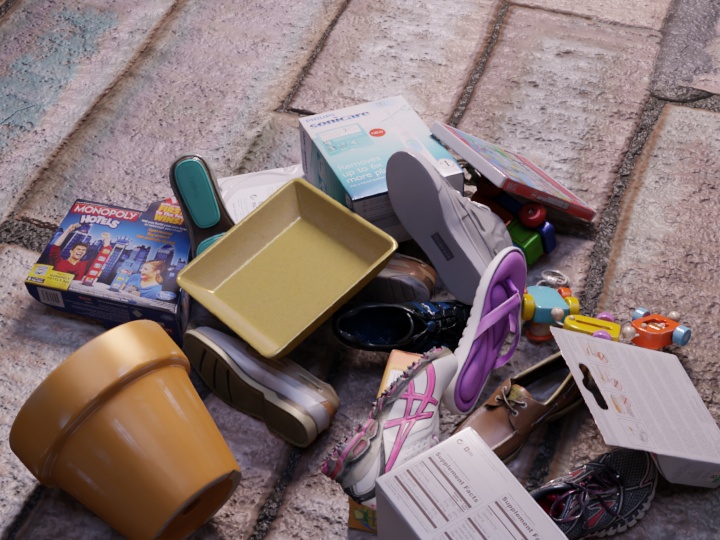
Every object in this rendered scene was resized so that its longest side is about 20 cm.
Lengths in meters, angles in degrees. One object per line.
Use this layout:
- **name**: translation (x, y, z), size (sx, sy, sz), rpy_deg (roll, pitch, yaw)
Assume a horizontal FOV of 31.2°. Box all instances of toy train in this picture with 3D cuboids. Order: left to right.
- **toy train**: translation (0.137, -0.063, 1.610), size (0.116, 0.085, 0.200), rpy_deg (-42, 57, -14)
- **toy train**: translation (0.272, 0.064, 1.503), size (0.200, 0.056, 0.150), rpy_deg (24, 26, 35)

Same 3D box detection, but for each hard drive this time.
- **hard drive**: translation (-0.091, -0.076, 1.655), size (0.200, 0.038, 0.140), rpy_deg (-10, 48, -7)

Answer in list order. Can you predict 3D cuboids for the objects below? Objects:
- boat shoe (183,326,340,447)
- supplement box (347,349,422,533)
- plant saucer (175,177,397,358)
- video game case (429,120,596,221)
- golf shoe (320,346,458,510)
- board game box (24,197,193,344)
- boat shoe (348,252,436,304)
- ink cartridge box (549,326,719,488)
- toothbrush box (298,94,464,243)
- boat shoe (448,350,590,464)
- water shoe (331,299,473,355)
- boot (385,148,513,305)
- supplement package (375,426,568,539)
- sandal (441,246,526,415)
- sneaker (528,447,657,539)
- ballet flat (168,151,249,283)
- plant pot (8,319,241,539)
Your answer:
- **boat shoe**: translation (-0.112, 0.121, 1.458), size (0.200, 0.075, 0.068), rpy_deg (35, 52, 21)
- **supplement box**: translation (0.039, 0.185, 1.392), size (0.069, 0.067, 0.200), rpy_deg (13, 50, 10)
- **plant saucer**: translation (-0.081, 0.004, 1.483), size (0.200, 0.048, 0.200), rpy_deg (-41, 47, -16)
- **video game case**: translation (0.192, -0.123, 1.602), size (0.200, 0.017, 0.143), rpy_deg (14, 23, -46)
- **golf shoe**: translation (0.048, 0.164, 1.329), size (0.092, 0.073, 0.200), rpy_deg (41, 60, 3)
- **board game box**: translation (-0.278, -0.019, 1.596), size (0.200, 0.062, 0.200), rpy_deg (12, 48, 13)
- **boat shoe**: translation (0.000, 0.000, 1.564), size (0.200, 0.076, 0.072), rpy_deg (20, 41, 17)
- **ink cartridge box**: translation (0.289, 0.146, 1.361), size (0.200, 0.050, 0.161), rpy_deg (11, 40, -32)
- **toothbrush box**: translation (0.024, -0.123, 1.595), size (0.146, 0.085, 0.200), rpy_deg (-14, 39, -14)
- **boat shoe**: translation (0.169, 0.149, 1.415), size (0.200, 0.068, 0.072), rpy_deg (-34, 55, -25)
- **water shoe**: translation (0.067, 0.071, 1.466), size (0.200, 0.079, 0.072), rpy_deg (0, 91, -5)
- **boot**: translation (0.108, -0.061, 1.497), size (0.073, 0.200, 0.096), rpy_deg (-24, 7, 41)
- **supplement package**: translation (0.102, 0.279, 1.211), size (0.111, 0.200, 0.156), rpy_deg (-27, 52, -19)
- **sandal**: translation (0.153, 0.072, 1.439), size (0.050, 0.082, 0.203), rpy_deg (13, 73, 37)
- **sneaker**: translation (0.230, 0.239, 1.326), size (0.200, 0.075, 0.081), rpy_deg (-30, 52, -24)
- **ballet flat**: translation (-0.179, -0.048, 1.562), size (0.067, 0.200, 0.064), rpy_deg (-17, 5, -2)
- **plant pot**: translation (-0.227, 0.185, 1.335), size (0.200, 0.200, 0.183), rpy_deg (-37, 72, -27)
